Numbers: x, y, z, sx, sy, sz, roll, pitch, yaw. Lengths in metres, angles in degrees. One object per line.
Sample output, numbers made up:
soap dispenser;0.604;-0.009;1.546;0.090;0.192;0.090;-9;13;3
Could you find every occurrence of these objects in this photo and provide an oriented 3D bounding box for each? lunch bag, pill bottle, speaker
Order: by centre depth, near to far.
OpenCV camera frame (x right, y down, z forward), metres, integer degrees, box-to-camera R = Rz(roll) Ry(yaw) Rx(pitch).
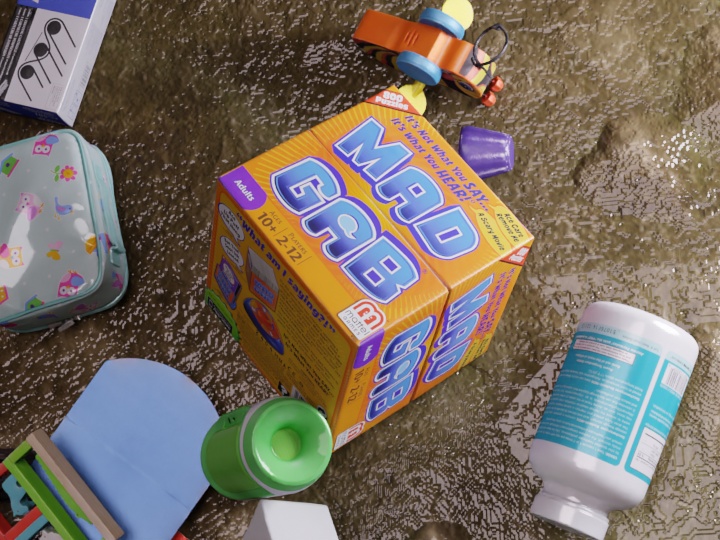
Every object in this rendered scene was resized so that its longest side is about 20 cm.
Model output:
pill bottle;0.220;0.137;1.356;0.110;0.111;0.201;20;80;18
speaker;-0.089;0.164;1.375;0.088;0.200;0.089;4;79;-18
lunch bag;-0.323;-0.037;1.559;0.160;0.077;0.201;-16;72;8

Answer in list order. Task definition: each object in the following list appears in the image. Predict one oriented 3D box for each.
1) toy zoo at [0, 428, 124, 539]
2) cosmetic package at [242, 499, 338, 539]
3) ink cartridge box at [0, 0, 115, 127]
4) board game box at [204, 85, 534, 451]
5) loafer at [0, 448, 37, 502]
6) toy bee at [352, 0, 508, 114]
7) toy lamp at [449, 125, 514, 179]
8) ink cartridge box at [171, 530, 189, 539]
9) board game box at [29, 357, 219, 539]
toy zoo;-0.336;0.263;1.466;0.200;0.020;0.131;-41;85;21
cosmetic package;-0.053;0.307;1.328;0.200;0.071;0.102;-113;39;-51
ink cartridge box;-0.330;-0.263;1.641;0.094;0.044;0.201;14;78;15
board game box;0.000;0.000;1.367;0.199;0.200;0.200;-30;67;-25
loafer;-0.414;0.206;1.520;0.199;0.063;0.072;-6;74;12
toy bee;0.085;-0.200;1.502;0.131;0.109;0.200;-46;44;7
toy lamp;0.052;-0.114;1.498;0.199;0.058;0.059;1;75;14
ink cartridge box;-0.162;0.360;1.422;0.200;0.047;0.160;36;86;18
board game box;-0.224;0.190;1.490;0.158;0.039;0.200;34;84;9
